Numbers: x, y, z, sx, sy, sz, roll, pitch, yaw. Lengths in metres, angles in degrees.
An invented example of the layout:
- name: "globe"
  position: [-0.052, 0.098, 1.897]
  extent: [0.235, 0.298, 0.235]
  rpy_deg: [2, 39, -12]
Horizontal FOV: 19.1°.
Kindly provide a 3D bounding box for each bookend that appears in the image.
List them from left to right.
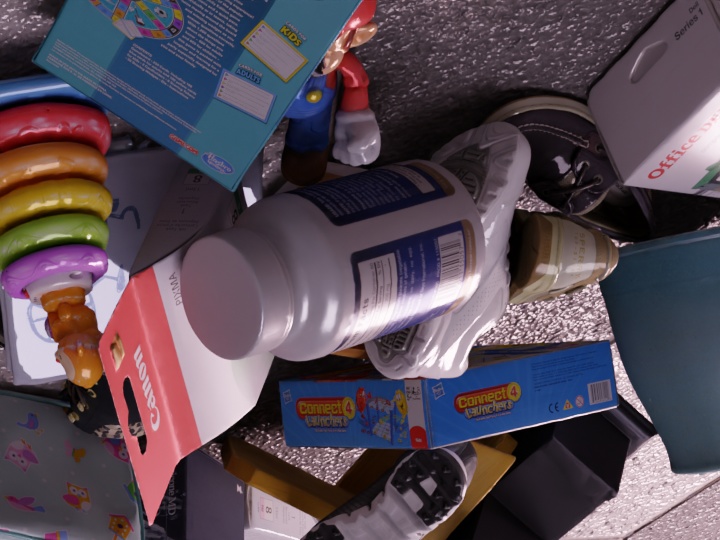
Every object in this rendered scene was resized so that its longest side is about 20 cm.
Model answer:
- name: "bookend"
  position: [0.139, 0.212, 1.790]
  extent: [0.092, 0.199, 0.200]
  rpy_deg: [41, 120, -9]

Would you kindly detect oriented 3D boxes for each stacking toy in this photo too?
- name: "stacking toy"
  position: [-0.198, -0.019, 1.373]
  extent: [0.109, 0.201, 0.116]
  rpy_deg: [-11, 164, -13]

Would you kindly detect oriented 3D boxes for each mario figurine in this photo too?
- name: "mario figurine"
  position: [-0.050, -0.124, 1.384]
  extent: [0.123, 0.107, 0.200]
  rpy_deg: [-8, 150, -17]

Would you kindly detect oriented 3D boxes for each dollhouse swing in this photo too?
- name: "dollhouse swing"
  position: [0.003, 0.150, 1.838]
  extent: [0.182, 0.176, 0.200]
  rpy_deg: [-48, -175, -1]

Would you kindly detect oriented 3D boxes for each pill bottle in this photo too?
- name: "pill bottle"
  position: [-0.019, -0.003, 1.429]
  extent: [0.199, 0.111, 0.111]
  rpy_deg: [-17, 156, -42]

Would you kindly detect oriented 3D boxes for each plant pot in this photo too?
- name: "plant pot"
  position: [0.300, 0.061, 1.717]
  extent: [0.198, 0.189, 0.200]
  rpy_deg: [-11, 177, -1]

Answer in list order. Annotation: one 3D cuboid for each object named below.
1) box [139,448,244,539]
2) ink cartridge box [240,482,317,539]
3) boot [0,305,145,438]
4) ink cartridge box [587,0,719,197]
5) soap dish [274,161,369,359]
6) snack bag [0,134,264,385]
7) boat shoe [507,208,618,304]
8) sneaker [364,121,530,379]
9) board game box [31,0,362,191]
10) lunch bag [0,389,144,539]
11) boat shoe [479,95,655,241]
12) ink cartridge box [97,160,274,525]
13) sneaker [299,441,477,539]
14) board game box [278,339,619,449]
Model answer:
- name: "box"
  position: [-0.199, 0.265, 1.807]
  extent: [0.181, 0.201, 0.104]
  rpy_deg: [-13, 153, 22]
- name: "ink cartridge box"
  position: [-0.107, 0.243, 1.966]
  extent: [0.162, 0.058, 0.200]
  rpy_deg: [-13, 161, 32]
- name: "boot"
  position: [-0.211, 0.074, 1.654]
  extent: [0.202, 0.074, 0.154]
  rpy_deg: [4, 146, -31]
- name: "ink cartridge box"
  position: [0.290, -0.125, 1.582]
  extent: [0.199, 0.085, 0.146]
  rpy_deg: [4, 143, -34]
- name: "soap dish"
  position: [0.000, 0.000, 1.635]
  extent: [0.199, 0.082, 0.157]
  rpy_deg: [10, 140, -41]
- name: "snack bag"
  position: [-0.159, -0.012, 1.518]
  extent: [0.198, 0.021, 0.190]
  rpy_deg: [-9, 124, -12]
- name: "boat shoe"
  position: [0.144, -0.010, 1.600]
  extent: [0.063, 0.074, 0.201]
  rpy_deg: [7, 176, -4]
- name: "sneaker"
  position: [0.077, -0.012, 1.562]
  extent: [0.099, 0.078, 0.201]
  rpy_deg: [15, 104, -48]
- name: "board game box"
  position: [-0.091, -0.160, 1.282]
  extent: [0.150, 0.047, 0.200]
  rpy_deg: [33, 134, -6]
- name: "lunch bag"
  position: [-0.269, 0.171, 1.699]
  extent: [0.199, 0.161, 0.077]
  rpy_deg: [16, 131, -36]
- name: "boat shoe"
  position: [0.166, -0.073, 1.619]
  extent: [0.072, 0.065, 0.200]
  rpy_deg: [-32, 146, 26]
- name: "ink cartridge box"
  position: [-0.111, 0.046, 1.441]
  extent: [0.050, 0.201, 0.162]
  rpy_deg: [-1, 128, 14]
- name: "sneaker"
  position: [0.024, 0.196, 1.704]
  extent: [0.200, 0.067, 0.090]
  rpy_deg: [-42, 176, 28]
- name: "board game box"
  position: [0.070, 0.100, 1.735]
  extent: [0.199, 0.056, 0.195]
  rpy_deg: [-9, -177, -37]
